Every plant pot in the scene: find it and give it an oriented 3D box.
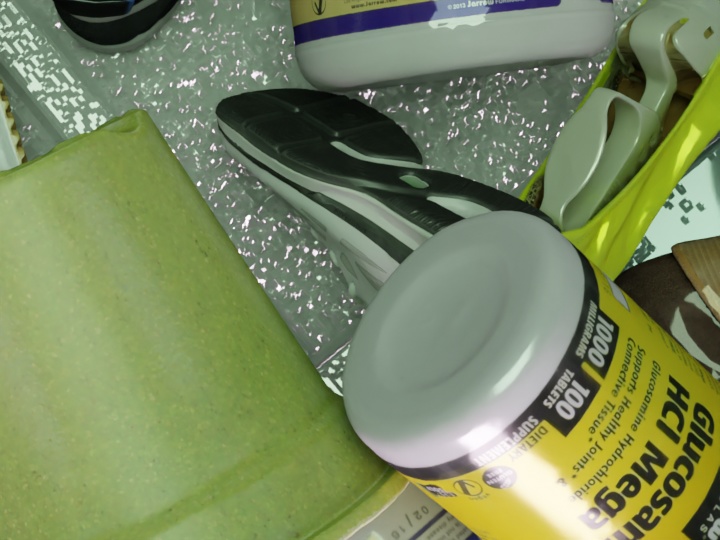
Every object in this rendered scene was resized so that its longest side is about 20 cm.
[{"bbox_3d":[-0.107,0.043,0.970,0.200,0.200,0.185,-27,96,-5],"label":"plant pot"}]

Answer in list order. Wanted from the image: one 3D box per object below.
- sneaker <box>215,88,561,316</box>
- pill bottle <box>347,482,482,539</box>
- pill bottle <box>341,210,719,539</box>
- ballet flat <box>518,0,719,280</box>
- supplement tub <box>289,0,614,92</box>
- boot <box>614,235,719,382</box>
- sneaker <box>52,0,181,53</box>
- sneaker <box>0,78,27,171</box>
[{"bbox_3d":[0.000,0.000,1.068,0.200,0.075,0.116,33,125,38],"label":"sneaker"},{"bbox_3d":[0.056,0.185,1.029,0.120,0.120,0.200,-41,84,-6],"label":"pill bottle"},{"bbox_3d":[0.095,0.074,0.968,0.200,0.112,0.113,40,81,-32],"label":"pill bottle"},{"bbox_3d":[0.128,-0.075,1.077,0.067,0.067,0.200,21,71,36],"label":"ballet flat"},{"bbox_3d":[0.031,-0.186,1.054,0.145,0.145,0.201,-7,92,-2],"label":"supplement tub"},{"bbox_3d":[0.158,0.091,1.083,0.166,0.072,0.201,-24,84,8],"label":"boot"},{"bbox_3d":[-0.071,-0.193,1.084,0.073,0.112,0.200,32,83,3],"label":"sneaker"},{"bbox_3d":[-0.205,-0.069,1.084,0.090,0.075,0.201,-19,82,-9],"label":"sneaker"}]
